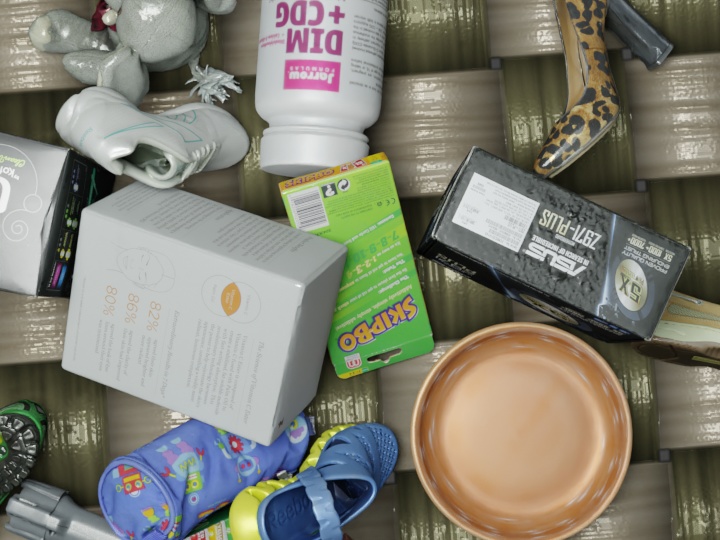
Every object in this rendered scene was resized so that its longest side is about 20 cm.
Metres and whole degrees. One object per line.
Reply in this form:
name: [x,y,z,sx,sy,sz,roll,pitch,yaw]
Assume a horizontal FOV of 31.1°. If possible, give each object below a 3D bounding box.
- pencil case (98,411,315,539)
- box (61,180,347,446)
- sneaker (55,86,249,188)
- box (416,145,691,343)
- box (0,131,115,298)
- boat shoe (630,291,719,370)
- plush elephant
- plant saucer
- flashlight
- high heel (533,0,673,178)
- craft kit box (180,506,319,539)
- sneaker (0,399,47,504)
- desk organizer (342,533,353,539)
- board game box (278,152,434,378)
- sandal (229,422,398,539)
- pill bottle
pencil case: [-0.125,0.165,1.089,0.078,0.200,0.087,-40,79,37]
box: [-0.132,0.031,1.090,0.200,0.106,0.153,19,114,13]
sneaker: [-0.165,-0.102,1.112,0.080,0.200,0.070,46,117,29]
box: [0.159,-0.016,1.118,0.200,0.164,0.086,25,86,0]
box: [-0.305,-0.049,1.089,0.148,0.200,0.125,12,89,0]
boat shoe: [0.348,0.054,1.169,0.200,0.072,0.076,15,70,-2]
plush elephant: [-0.191,-0.225,1.127,0.200,0.155,0.165,40,86,2]
plant saucer: [0.144,0.147,1.170,0.200,0.037,0.201,0,85,-1]
flashlight: [-0.210,0.242,1.145,0.200,0.068,0.068,20,125,5]
high heel: [0.178,-0.186,1.171,0.143,0.071,0.200,42,70,-5]
craft kit box: [-0.097,0.303,1.089,0.200,0.048,0.198,-19,94,-41]
sneaker: [-0.343,0.193,1.140,0.200,0.085,0.078,-41,95,12]
desk organizer: [0.027,0.320,1.100,0.072,0.077,0.200,-38,117,7]
board game box: [0.000,0.000,1.140,0.095,0.030,0.200,-17,118,-2]
sandal: [-0.019,0.187,1.095,0.087,0.200,0.080,-11,103,36]
pill bottle: [-0.035,-0.186,1.149,0.113,0.113,0.200,3,86,-1]
